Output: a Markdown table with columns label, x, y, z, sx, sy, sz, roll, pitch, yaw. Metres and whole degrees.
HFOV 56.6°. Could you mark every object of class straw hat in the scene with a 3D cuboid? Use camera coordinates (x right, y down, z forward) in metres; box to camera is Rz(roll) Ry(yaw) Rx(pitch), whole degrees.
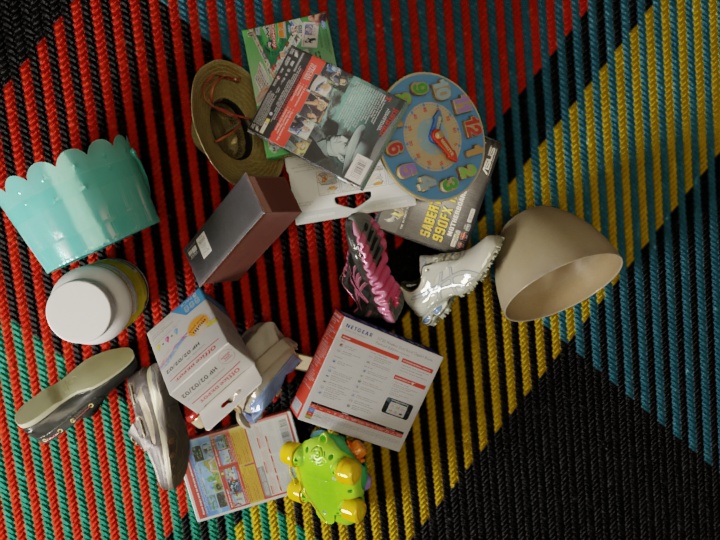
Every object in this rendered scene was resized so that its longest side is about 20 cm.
| label | x | y | z | sx | sy | sz | roll | pitch | yaw |
| --- | --- | --- | --- | --- | --- | --- | --- | --- | --- |
| straw hat | -0.212 | -0.213 | 1.031 | 0.085 | 0.201 | 0.202 | -10 | 99 | 35 |

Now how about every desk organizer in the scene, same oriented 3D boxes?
| label | x | y | z | sx | sy | sz | roll | pitch | yaw |
| --- | --- | --- | --- | --- | --- | --- | --- | --- | --- |
| desk organizer | -0.183 | -0.059 | 1.026 | 0.200 | 0.077 | 0.072 | -41 | 67 | 37 |

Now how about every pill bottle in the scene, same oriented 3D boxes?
| label | x | y | z | sx | sy | sz | roll | pitch | yaw |
| --- | --- | --- | --- | --- | --- | --- | --- | --- | --- |
| pill bottle | -0.385 | 0.045 | 0.982 | 0.112 | 0.200 | 0.113 | -1 | 96 | -6 |

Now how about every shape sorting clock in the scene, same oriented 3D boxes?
| label | x | y | z | sx | sy | sz | roll | pitch | yaw |
| --- | --- | --- | --- | --- | --- | --- | --- | --- | --- |
| shape sorting clock | 0.111 | -0.205 | 1.027 | 0.199 | 0.039 | 0.201 | 3 | 84 | -31 |

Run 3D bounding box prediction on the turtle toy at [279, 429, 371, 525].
| label | x | y | z | sx | sy | sz | roll | pitch | yaw |
| --- | --- | --- | --- | --- | --- | --- | --- | --- | --- |
| turtle toy | -0.041 | 0.342 | 1.093 | 0.145 | 0.101 | 0.201 | 9 | 119 | 30 |

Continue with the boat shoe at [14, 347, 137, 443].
| label | x | y | z | sx | sy | sz | roll | pitch | yaw |
| --- | --- | --- | --- | --- | --- | --- | --- | --- | --- |
| boat shoe | -0.440 | 0.195 | 1.062 | 0.201 | 0.074 | 0.063 | -35 | 128 | -10 |

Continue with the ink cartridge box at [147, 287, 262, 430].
| label | x | y | z | sx | sy | sz | roll | pitch | yaw |
| --- | --- | --- | --- | --- | --- | --- | --- | --- | --- |
| ink cartridge box | -0.238 | 0.129 | 1.008 | 0.115 | 0.200 | 0.068 | -42 | 132 | -1 |

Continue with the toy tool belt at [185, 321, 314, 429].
| label | x | y | z | sx | sy | sz | roll | pitch | yaw |
| --- | --- | --- | --- | --- | --- | --- | --- | --- | --- |
| toy tool belt | -0.167 | 0.187 | 1.059 | 0.123 | 0.125 | 0.200 | 41 | 70 | -15 |

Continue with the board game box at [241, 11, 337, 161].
| label | x | y | z | sx | sy | sz | roll | pitch | yaw |
| --- | --- | --- | --- | --- | --- | --- | --- | --- | --- |
| board game box | -0.097 | -0.281 | 1.024 | 0.134 | 0.029 | 0.201 | -11 | 90 | 4 |

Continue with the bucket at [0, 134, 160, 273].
| label | x | y | z | sx | sy | sz | roll | pitch | yaw |
| --- | --- | --- | --- | --- | --- | --- | --- | --- | --- |
| bucket | -0.401 | -0.094 | 0.970 | 0.206 | 0.207 | 0.135 | -25 | 100 | -4 |

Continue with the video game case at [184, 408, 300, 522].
| label | x | y | z | sx | sy | sz | roll | pitch | yaw |
| --- | --- | --- | --- | --- | --- | --- | --- | --- | --- |
| video game case | -0.196 | 0.328 | 1.126 | 0.199 | 0.017 | 0.144 | -15 | 98 | -6 |

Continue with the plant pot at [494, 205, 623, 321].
| label | x | y | z | sx | sy | sz | roll | pitch | yaw |
| --- | --- | --- | --- | --- | --- | --- | --- | --- | --- |
| plant pot | 0.298 | -0.025 | 1.081 | 0.199 | 0.200 | 0.135 | -19 | 64 | -5 |

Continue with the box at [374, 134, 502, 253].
| label | x | y | z | sx | sy | sz | roll | pitch | yaw |
| --- | --- | --- | --- | --- | --- | --- | --- | --- | --- |
| box | 0.125 | -0.141 | 1.103 | 0.158 | 0.048 | 0.201 | 19 | 93 | -9 |

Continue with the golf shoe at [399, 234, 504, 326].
| label | x | y | z | sx | sy | sz | roll | pitch | yaw |
| --- | --- | --- | --- | --- | --- | --- | --- | --- | --- |
| golf shoe | 0.141 | 0.000 | 1.075 | 0.097 | 0.078 | 0.200 | 42 | 117 | -2 |

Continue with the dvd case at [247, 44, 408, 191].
| label | x | y | z | sx | sy | sz | roll | pitch | yaw |
| --- | --- | --- | --- | --- | --- | --- | --- | --- | --- |
| dvd case | -0.050 | -0.225 | 0.984 | 0.199 | 0.022 | 0.146 | 28 | 92 | 12 |

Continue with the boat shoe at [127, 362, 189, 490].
| label | x | y | z | sx | sy | sz | roll | pitch | yaw |
| --- | --- | --- | --- | --- | --- | --- | --- | --- | --- |
| boat shoe | -0.329 | 0.252 | 1.076 | 0.073 | 0.074 | 0.201 | -13 | 82 | 12 |

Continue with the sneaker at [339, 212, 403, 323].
| label | x | y | z | sx | sy | sz | roll | pitch | yaw |
| --- | --- | --- | --- | --- | --- | --- | --- | --- | --- |
| sneaker | 0.000 | 0.000 | 1.067 | 0.095 | 0.079 | 0.201 | 0 | 123 | 30 |

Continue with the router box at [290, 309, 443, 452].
| label | x | y | z | sx | sy | sz | roll | pitch | yaw |
| --- | --- | --- | --- | --- | --- | --- | --- | --- | --- |
| router box | 0.013 | 0.184 | 1.098 | 0.199 | 0.049 | 0.180 | 25 | 92 | -24 |

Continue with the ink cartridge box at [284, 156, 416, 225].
| label | x | y | z | sx | sy | sz | roll | pitch | yaw |
| --- | --- | --- | --- | --- | --- | --- | --- | --- | --- |
| ink cartridge box | -0.018 | -0.172 | 1.056 | 0.199 | 0.044 | 0.174 | -9 | 91 | 6 |
